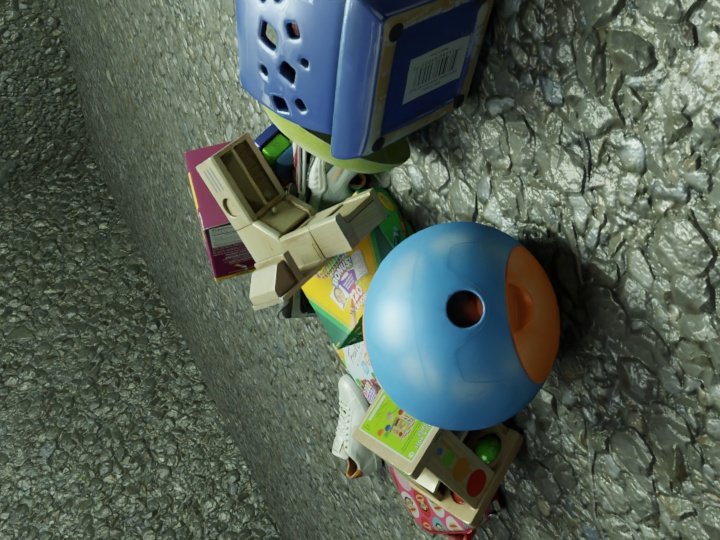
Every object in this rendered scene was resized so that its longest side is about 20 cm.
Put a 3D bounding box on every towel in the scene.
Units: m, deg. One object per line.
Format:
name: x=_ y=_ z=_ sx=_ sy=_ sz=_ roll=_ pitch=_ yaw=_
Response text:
towel: x=-0.091 y=-0.226 z=0.975 sx=0.146 sy=0.022 sz=0.203 roll=95 pitch=169 yaw=-48

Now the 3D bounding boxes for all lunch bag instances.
lunch bag: x=0.119 y=0.317 z=1.032 sx=0.179 sy=0.081 sz=0.200 roll=63 pitch=155 yaw=7

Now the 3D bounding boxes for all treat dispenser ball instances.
treat dispenser ball: x=0.098 y=0.055 z=0.700 sx=0.201 sy=0.197 sz=0.204 roll=46 pitch=149 yaw=38

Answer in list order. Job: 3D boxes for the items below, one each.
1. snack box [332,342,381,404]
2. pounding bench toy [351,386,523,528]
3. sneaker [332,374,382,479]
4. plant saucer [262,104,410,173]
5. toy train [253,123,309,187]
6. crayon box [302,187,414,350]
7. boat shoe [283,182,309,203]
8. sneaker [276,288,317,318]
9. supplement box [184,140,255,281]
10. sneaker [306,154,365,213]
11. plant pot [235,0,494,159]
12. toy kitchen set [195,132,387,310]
snack box: x=0.022 y=0.113 z=1.093 sx=0.144 sy=0.052 sz=0.202 roll=56 pitch=153 yaw=26
pounding bench toy: x=0.121 y=0.180 z=0.871 sx=0.156 sy=0.202 sz=0.123 roll=43 pitch=164 yaw=-31
sneaker: x=-0.019 y=0.299 z=1.307 sx=0.072 sy=0.083 sz=0.205 roll=14 pitch=122 yaw=62
plant saucer: x=-0.034 y=-0.169 z=0.798 sx=0.201 sy=0.197 sz=0.031 roll=52 pitch=124 yaw=30
toy train: x=-0.122 y=-0.141 z=1.165 sx=0.115 sy=0.085 sz=0.201 roll=40 pitch=159 yaw=14
crayon box: x=0.000 y=0.000 z=0.965 sx=0.120 sy=0.057 sz=0.201 roll=56 pitch=135 yaw=23
boat shoe: x=-0.113 y=-0.088 z=1.064 sx=0.202 sy=0.059 sz=0.074 roll=129 pitch=156 yaw=-77
sneaker: x=-0.080 y=0.039 z=1.112 sx=0.200 sy=0.077 sz=0.076 roll=6 pitch=-93 yaw=-74
supplement box: x=-0.200 y=-0.087 z=1.086 sx=0.201 sy=0.100 sz=0.134 roll=105 pitch=149 yaw=-66
sneaker: x=-0.034 y=-0.116 z=0.990 sx=0.201 sy=0.077 sz=0.076 roll=103 pitch=180 yaw=-73
plant pot: x=0.010 y=-0.235 z=0.655 sx=0.180 sy=0.198 sz=0.202 roll=45 pitch=148 yaw=25
toy kitchen set: x=-0.113 y=-0.074 z=0.863 sx=0.198 sy=0.163 sz=0.183 roll=-15 pitch=112 yaw=49
